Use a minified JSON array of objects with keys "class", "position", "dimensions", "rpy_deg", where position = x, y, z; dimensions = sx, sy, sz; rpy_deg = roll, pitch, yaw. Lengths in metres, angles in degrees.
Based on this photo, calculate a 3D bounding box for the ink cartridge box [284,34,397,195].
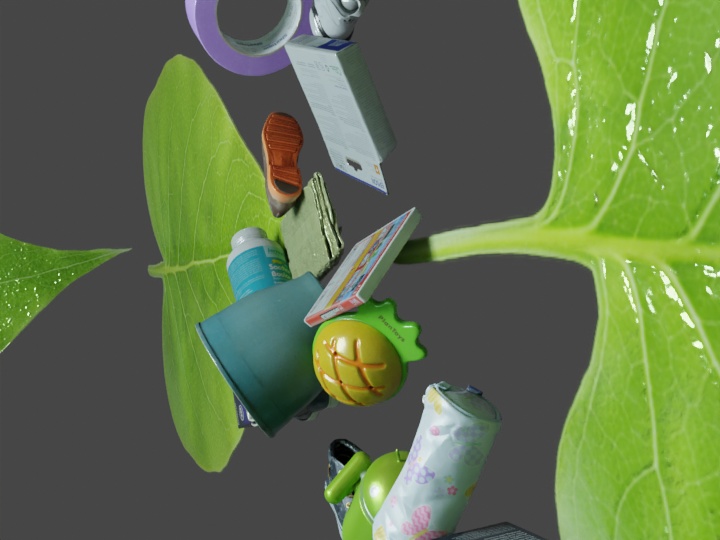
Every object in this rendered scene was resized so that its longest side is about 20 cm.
[{"class":"ink cartridge box","position":[-0.020,-0.219,1.164],"dimensions":[0.199,0.040,0.202],"rpy_deg":[36,152,60]}]

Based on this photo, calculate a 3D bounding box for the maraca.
[{"class":"maraca","position":[0.008,0.108,1.123],"dimensions":[0.137,0.107,0.200],"rpy_deg":[40,134,-2]}]

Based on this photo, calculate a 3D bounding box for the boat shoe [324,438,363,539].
[{"class":"boat shoe","position":[-0.007,0.332,1.247],"dimensions":[0.200,0.070,0.092],"rpy_deg":[-139,44,-60]}]

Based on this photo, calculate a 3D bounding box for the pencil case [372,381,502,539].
[{"class":"pencil case","position":[0.082,0.226,0.934],"dimensions":[0.083,0.090,0.203],"rpy_deg":[-35,-34,-77]}]

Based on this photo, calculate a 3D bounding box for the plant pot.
[{"class":"plant pot","position":[-0.111,0.108,1.255],"dimensions":[0.201,0.187,0.200],"rpy_deg":[54,173,9]}]

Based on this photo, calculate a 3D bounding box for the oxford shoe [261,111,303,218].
[{"class":"oxford shoe","position":[-0.136,-0.178,1.400],"dimensions":[0.073,0.070,0.202],"rpy_deg":[119,156,-49]}]

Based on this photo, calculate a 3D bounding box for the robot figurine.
[{"class":"robot figurine","position":[0.044,0.309,1.073],"dimensions":[0.175,0.115,0.202],"rpy_deg":[41,136,21]}]

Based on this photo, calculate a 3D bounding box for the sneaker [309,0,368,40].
[{"class":"sneaker","position":[-0.037,-0.417,1.159],"dimensions":[0.115,0.074,0.203],"rpy_deg":[-26,76,64]}]

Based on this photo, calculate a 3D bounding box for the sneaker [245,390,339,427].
[{"class":"sneaker","position":[-0.132,0.220,1.423],"dimensions":[0.202,0.144,0.078],"rpy_deg":[138,121,-63]}]

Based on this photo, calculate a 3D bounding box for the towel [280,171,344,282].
[{"class":"towel","position":[-0.079,-0.053,1.375],"dimensions":[0.200,0.036,0.151],"rpy_deg":[135,125,-60]}]

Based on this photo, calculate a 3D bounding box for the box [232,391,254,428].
[{"class":"box","position":[-0.206,0.198,1.669],"dimensions":[0.141,0.078,0.203],"rpy_deg":[141,120,-65]}]

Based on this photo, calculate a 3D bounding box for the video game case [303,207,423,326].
[{"class":"video game case","position":[0.000,0.000,1.114],"dimensions":[0.144,0.017,0.200],"rpy_deg":[-56,11,-23]}]

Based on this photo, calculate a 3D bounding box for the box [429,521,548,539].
[{"class":"box","position":[0.160,0.351,0.831],"dimensions":[0.199,0.105,0.151],"rpy_deg":[177,88,-67]}]

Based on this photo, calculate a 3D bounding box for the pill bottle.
[{"class":"pill bottle","position":[-0.176,0.021,1.519],"dimensions":[0.111,0.109,0.202],"rpy_deg":[115,142,-49]}]

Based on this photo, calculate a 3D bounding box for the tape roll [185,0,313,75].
[{"class":"tape roll","position":[-0.161,-0.403,1.285],"dimensions":[0.066,0.197,0.203],"rpy_deg":[-124,37,-49]}]
